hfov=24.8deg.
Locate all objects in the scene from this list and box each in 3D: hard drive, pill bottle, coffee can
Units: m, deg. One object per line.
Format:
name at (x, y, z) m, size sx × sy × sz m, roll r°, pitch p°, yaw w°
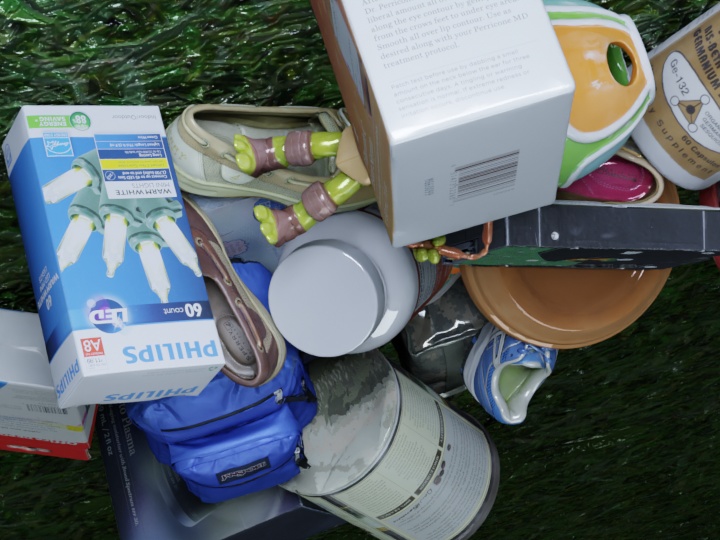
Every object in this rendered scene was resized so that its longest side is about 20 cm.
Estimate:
hard drive at (0.175, -0.026, 1.255) m, size 0.200 × 0.038 × 0.140 m, roll 0°, pitch 174°, yaw -17°
pill bottle at (0.000, 0.000, 1.280) m, size 0.112 × 0.112 × 0.200 m, roll -26°, pitch -175°, yaw 21°
coffee can at (0.018, 0.161, 1.479) m, size 0.146 × 0.147 × 0.200 m, roll -25°, pitch 145°, yaw 20°
pill bottle at (0.301, -0.155, 1.225) m, size 0.114 × 0.114 × 0.200 m, roll 6°, pitch 148°, yaw -44°

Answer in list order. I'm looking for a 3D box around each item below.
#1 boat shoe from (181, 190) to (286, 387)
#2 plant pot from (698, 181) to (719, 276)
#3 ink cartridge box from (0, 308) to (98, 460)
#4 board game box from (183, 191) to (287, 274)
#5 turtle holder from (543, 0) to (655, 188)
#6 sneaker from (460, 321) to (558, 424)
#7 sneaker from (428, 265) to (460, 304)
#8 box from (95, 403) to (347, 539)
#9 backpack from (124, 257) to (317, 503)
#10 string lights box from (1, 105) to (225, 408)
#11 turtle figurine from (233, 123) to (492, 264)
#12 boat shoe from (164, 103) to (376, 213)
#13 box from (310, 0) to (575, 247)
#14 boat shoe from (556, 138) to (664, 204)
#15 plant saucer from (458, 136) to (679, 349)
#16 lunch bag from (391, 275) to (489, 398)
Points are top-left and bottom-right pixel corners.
boat shoe at (-0.131, 0.005, 1.185) m, size 0.072 × 0.200 × 0.072 m, roll -36°, pitch 180°, yaw 9°
plant pot at (0.413, -0.058, 1.438) m, size 0.182 × 0.201 × 0.200 m, roll -25°, pitch 158°, yaw 39°
ink cartridge box at (-0.291, 0.101, 1.423) m, size 0.116 × 0.067 × 0.200 m, roll 8°, pitch 156°, yaw -1°
board game box at (-0.142, -0.017, 1.326) m, size 0.199 × 0.043 × 0.200 m, roll -16°, pitch 158°, yaw 1°
turtle holder at (0.132, -0.119, 1.155) m, size 0.132 × 0.141 × 0.186 m, roll -20°, pitch 157°, yaw -2°
sneaker at (0.152, 0.044, 1.413) m, size 0.076 × 0.077 × 0.200 m, roll 7°, pitch 118°, yaw -20°
sneaker at (0.074, -0.031, 1.424) m, size 0.200 × 0.071 × 0.080 m, roll -30°, pitch 155°, yaw 10°
box at (-0.136, 0.176, 1.584) m, size 0.198 × 0.200 × 0.123 m, roll -25°, pitch 156°, yaw 18°
backpack at (-0.111, 0.086, 1.319) m, size 0.162 × 0.168 × 0.200 m, roll -22°, pitch 157°, yaw -6°
string lights box at (-0.169, -0.012, 1.109) m, size 0.103 × 0.200 × 0.059 m, roll -4°, pitch 155°, yaw -30°
turtle figurine at (-0.001, -0.088, 1.109) m, size 0.161 × 0.200 × 0.064 m, roll -18°, pitch -170°, yaw 13°
boat shoe at (-0.046, -0.089, 1.192) m, size 0.200 × 0.073 × 0.063 m, roll 5°, pitch 154°, yaw -27°
box at (0.038, -0.141, 0.953) m, size 0.106 × 0.200 × 0.152 m, roll -17°, pitch 158°, yaw -4°
boat shoe at (0.141, -0.084, 1.266) m, size 0.200 × 0.074 × 0.069 m, roll 5°, pitch -167°, yaw -6°
plant saucer at (0.178, -0.029, 1.349) m, size 0.200 × 0.200 × 0.037 m, roll -11°, pitch -164°, yaw -14°
lunch bag at (0.126, 0.033, 1.547) m, size 0.200 × 0.118 × 0.164 m, roll -20°, pitch 160°, yaw -5°
